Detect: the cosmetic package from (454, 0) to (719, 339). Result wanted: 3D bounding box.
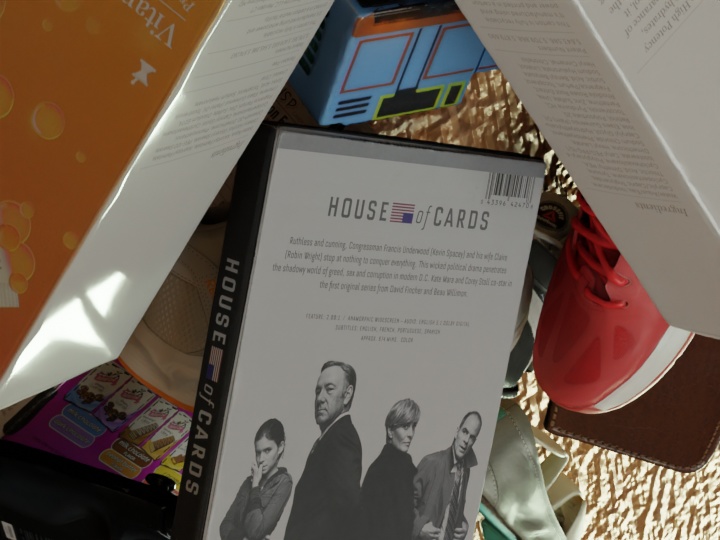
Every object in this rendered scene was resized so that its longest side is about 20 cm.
[{"bbox_3d":[0.114,-0.076,0.859,0.102,0.074,0.200,-47,121,-21],"label":"cosmetic package"}]

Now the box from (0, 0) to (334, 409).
[{"bbox_3d":[-0.107,-0.071,0.839,0.200,0.124,0.097,-57,166,24],"label":"box"}]

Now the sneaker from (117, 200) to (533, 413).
[{"bbox_3d":[0.000,0.000,0.988,0.199,0.076,0.092,-9,130,-39],"label":"sneaker"}]

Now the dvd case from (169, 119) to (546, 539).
[{"bbox_3d":[-0.001,0.047,0.947,0.150,0.025,0.201,4,99,-44],"label":"dvd case"}]

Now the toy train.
[{"bbox_3d":[0.053,-0.126,0.928,0.199,0.087,0.114,-14,145,-32],"label":"toy train"}]

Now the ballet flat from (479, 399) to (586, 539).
[{"bbox_3d":[0.096,0.131,1.348,0.064,0.067,0.200,-43,147,-8],"label":"ballet flat"}]

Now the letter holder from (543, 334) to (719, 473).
[{"bbox_3d":[0.183,-0.010,1.131,0.101,0.142,0.201,-45,149,-61],"label":"letter holder"}]

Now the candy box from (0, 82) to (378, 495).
[{"bbox_3d":[-0.063,0.011,1.056,0.200,0.061,0.136,-41,146,3],"label":"candy box"}]

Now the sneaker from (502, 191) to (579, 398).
[{"bbox_3d":[0.067,0.005,1.152,0.200,0.074,0.089,-20,130,-67],"label":"sneaker"}]

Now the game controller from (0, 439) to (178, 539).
[{"bbox_3d":[-0.117,0.115,1.054,0.042,0.104,0.200,-62,175,-19],"label":"game controller"}]

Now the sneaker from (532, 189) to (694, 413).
[{"bbox_3d":[0.095,-0.032,0.972,0.115,0.078,0.201,3,118,-44],"label":"sneaker"}]
